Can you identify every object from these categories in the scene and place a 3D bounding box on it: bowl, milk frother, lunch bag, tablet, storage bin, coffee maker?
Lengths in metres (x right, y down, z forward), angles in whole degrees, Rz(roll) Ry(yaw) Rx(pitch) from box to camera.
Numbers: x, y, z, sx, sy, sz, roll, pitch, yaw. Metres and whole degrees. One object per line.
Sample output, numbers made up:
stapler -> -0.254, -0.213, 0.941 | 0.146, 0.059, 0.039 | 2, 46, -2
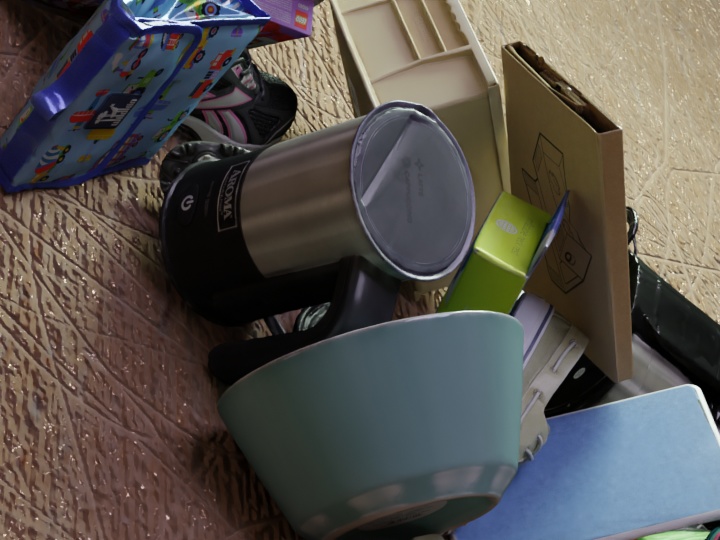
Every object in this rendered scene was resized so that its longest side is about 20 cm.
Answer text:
bowl -> 0.020, 0.109, 1.471 | 0.201, 0.200, 0.105 | 7, 62, -53
milk frother -> 0.000, 0.000, 1.580 | 0.200, 0.188, 0.181 | 9, 75, -44
lunch bag -> -0.170, -0.133, 1.582 | 0.094, 0.151, 0.200 | 45, 24, 4
tablet -> 0.154, 0.144, 1.626 | 0.130, 0.199, 0.014 | -105, -179, -50
storage bin -> 0.048, -0.118, 1.837 | 0.200, 0.093, 0.199 | 76, -4, -45
coffee maker -> 0.246, 0.080, 1.795 | 0.200, 0.192, 0.135 | 34, -18, -24

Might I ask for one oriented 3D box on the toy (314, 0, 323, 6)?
toy -> -0.090, -0.237, 1.827 | 0.115, 0.200, 0.047 | 30, 68, -21

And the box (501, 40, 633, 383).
box -> 0.147, -0.043, 1.679 | 0.021, 0.201, 0.164 | -15, 31, -16

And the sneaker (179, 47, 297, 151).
sneaker -> -0.107, -0.143, 1.767 | 0.200, 0.086, 0.080 | 5, 51, -53

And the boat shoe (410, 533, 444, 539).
boat shoe -> 0.016, 0.205, 1.428 | 0.063, 0.071, 0.200 | 54, 22, 17

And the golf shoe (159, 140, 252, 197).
golf shoe -> -0.070, -0.042, 1.710 | 0.200, 0.077, 0.088 | 24, 6, -33

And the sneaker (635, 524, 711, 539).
sneaker -> 0.179, 0.189, 1.715 | 0.200, 0.077, 0.084 | 25, 12, -40

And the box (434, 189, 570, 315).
box -> 0.074, 0.036, 1.619 | 0.048, 0.200, 0.122 | 27, 24, 1

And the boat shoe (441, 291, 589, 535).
boat shoe -> 0.101, 0.102, 1.624 | 0.062, 0.072, 0.200 | 28, 60, 1

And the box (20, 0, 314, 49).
box -> -0.151, -0.207, 1.757 | 0.200, 0.137, 0.039 | 17, 73, -45

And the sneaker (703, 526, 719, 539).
sneaker -> 0.265, 0.221, 1.512 | 0.084, 0.121, 0.200 | 31, 27, -21
